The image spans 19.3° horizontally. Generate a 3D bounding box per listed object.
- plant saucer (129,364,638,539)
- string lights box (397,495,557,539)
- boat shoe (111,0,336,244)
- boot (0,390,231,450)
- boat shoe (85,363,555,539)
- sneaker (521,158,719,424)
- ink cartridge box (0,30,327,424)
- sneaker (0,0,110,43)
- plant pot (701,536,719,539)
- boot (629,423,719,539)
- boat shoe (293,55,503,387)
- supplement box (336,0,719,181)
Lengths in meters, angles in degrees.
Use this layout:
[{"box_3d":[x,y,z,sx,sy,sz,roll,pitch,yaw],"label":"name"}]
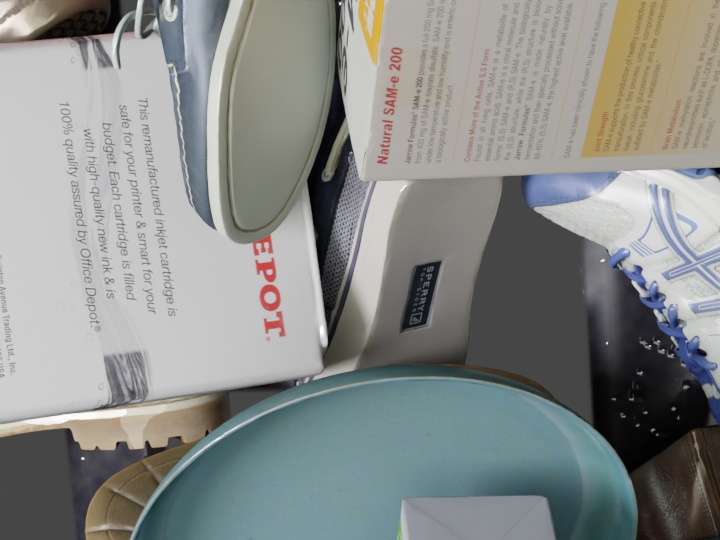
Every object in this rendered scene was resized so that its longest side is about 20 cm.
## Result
[{"box_3d":[0.007,0.104,0.812,0.198,0.028,0.201,-6,132,-6],"label":"plant saucer"},{"box_3d":[0.038,0.191,0.809,0.058,0.103,0.201,1,132,-8],"label":"string lights box"},{"box_3d":[-0.053,-0.112,0.802,0.061,0.075,0.202,12,112,31],"label":"boat shoe"},{"box_3d":[-0.160,0.025,0.948,0.198,0.075,0.108,-5,99,6],"label":"boot"},{"box_3d":[-0.011,0.094,0.871,0.198,0.074,0.067,-13,143,0],"label":"boat shoe"},{"box_3d":[0.147,0.014,0.851,0.199,0.075,0.089,25,89,8],"label":"sneaker"},{"box_3d":[-0.125,-0.015,0.855,0.198,0.084,0.147,-7,86,-18],"label":"ink cartridge box"},{"box_3d":[-0.200,-0.089,0.938,0.199,0.070,0.076,-34,77,14],"label":"sneaker"},{"box_3d":[0.157,0.223,0.793,0.198,0.188,0.202,1,99,3],"label":"plant pot"},{"box_3d":[0.135,0.168,0.908,0.185,0.064,0.202,-21,101,4],"label":"boot"},{"box_3d":[0.000,0.000,0.907,0.093,0.074,0.201,53,138,39],"label":"boat shoe"},{"box_3d":[0.096,-0.104,0.786,0.198,0.074,0.127,-2,139,-9],"label":"supplement box"}]
